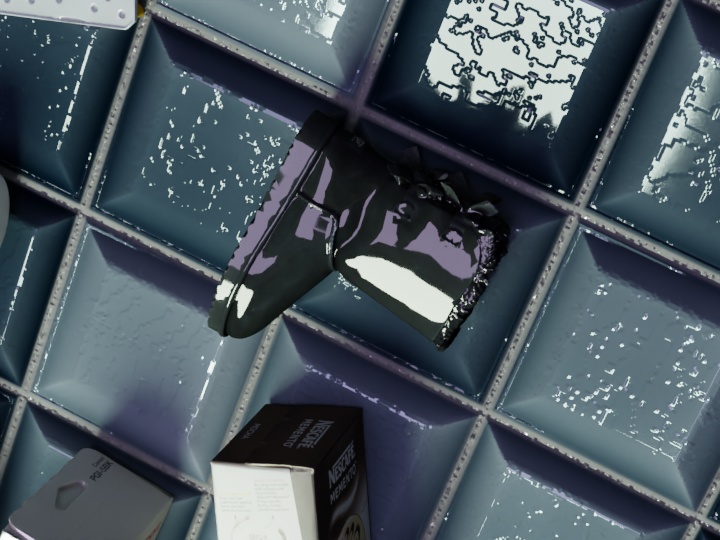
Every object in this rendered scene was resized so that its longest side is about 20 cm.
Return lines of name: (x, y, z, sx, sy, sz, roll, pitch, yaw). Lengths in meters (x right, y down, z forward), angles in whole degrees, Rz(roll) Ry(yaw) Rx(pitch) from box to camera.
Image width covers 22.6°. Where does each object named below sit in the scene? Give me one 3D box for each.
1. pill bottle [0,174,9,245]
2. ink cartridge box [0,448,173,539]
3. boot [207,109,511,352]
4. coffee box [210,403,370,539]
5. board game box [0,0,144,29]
pill bottle: (-0.367, -0.055, 1.328, 0.200, 0.111, 0.111, 13, 112, 15)
ink cartridge box: (-0.235, 0.257, 1.368, 0.083, 0.147, 0.200, 29, 116, 7)
boot: (0.000, 0.000, 1.243, 0.162, 0.073, 0.198, 31, 115, 4)
coffee box: (-0.045, 0.209, 1.304, 0.080, 0.113, 0.200, 2, 109, 19)
board game box: (-0.242, -0.279, 1.255, 0.200, 0.026, 0.200, 10, 110, 17)
